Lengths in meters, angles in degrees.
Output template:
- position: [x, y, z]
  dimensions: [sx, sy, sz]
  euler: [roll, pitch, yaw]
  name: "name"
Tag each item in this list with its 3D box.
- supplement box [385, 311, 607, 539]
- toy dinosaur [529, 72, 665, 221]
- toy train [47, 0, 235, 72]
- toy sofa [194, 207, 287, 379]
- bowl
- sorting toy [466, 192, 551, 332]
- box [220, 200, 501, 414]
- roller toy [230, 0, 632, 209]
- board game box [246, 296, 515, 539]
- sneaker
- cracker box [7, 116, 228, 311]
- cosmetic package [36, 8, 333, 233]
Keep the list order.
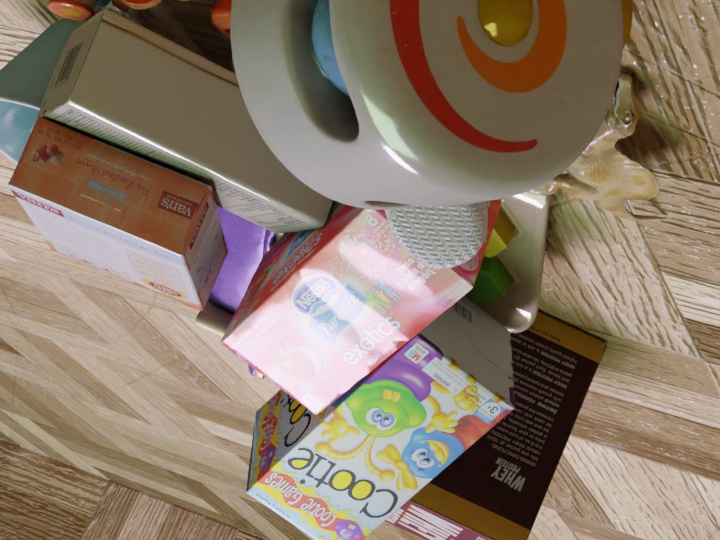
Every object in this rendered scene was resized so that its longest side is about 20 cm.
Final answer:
- position: [0.081, 0.128, 1.563]
  dimensions: [0.196, 0.202, 0.133]
  euler: [24, 163, 2]
  name: "supplement box"
- position: [0.148, -0.064, 1.151]
  dimensions: [0.100, 0.059, 0.200]
  euler: [18, 162, 19]
  name: "toy dinosaur"
- position: [-0.138, -0.177, 1.222]
  dimensions: [0.198, 0.056, 0.150]
  euler: [11, 158, 37]
  name: "toy train"
- position: [-0.086, -0.015, 1.429]
  dimensions: [0.082, 0.098, 0.201]
  euler: [22, 136, 11]
  name: "toy sofa"
- position: [-0.192, -0.123, 1.371]
  dimensions: [0.199, 0.106, 0.201]
  euler: [24, 163, 7]
  name: "bowl"
- position: [0.051, -0.034, 1.336]
  dimensions: [0.183, 0.037, 0.201]
  euler: [21, 149, 14]
  name: "sorting toy"
- position: [0.000, 0.000, 1.264]
  dimensions: [0.094, 0.103, 0.200]
  euler: [37, 134, -13]
  name: "box"
- position: [0.040, -0.123, 0.909]
  dimensions: [0.199, 0.184, 0.139]
  euler: [35, 160, -29]
  name: "roller toy"
- position: [0.014, 0.109, 1.374]
  dimensions: [0.105, 0.103, 0.200]
  euler: [36, 118, -20]
  name: "board game box"
- position: [0.031, -0.108, 1.136]
  dimensions: [0.074, 0.115, 0.202]
  euler: [-20, 103, 21]
  name: "sneaker"
- position: [-0.172, -0.037, 1.298]
  dimensions: [0.133, 0.058, 0.200]
  euler: [22, 169, 3]
  name: "cracker box"
- position: [-0.115, -0.100, 1.235]
  dimensions: [0.199, 0.074, 0.103]
  euler: [25, 169, -21]
  name: "cosmetic package"
